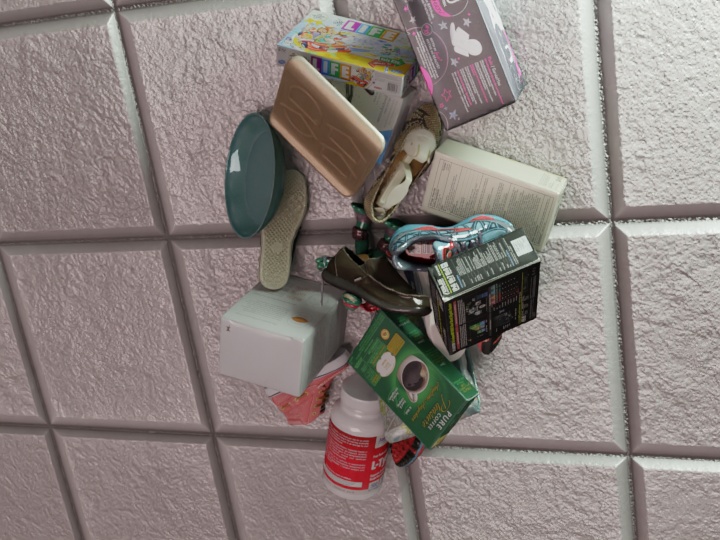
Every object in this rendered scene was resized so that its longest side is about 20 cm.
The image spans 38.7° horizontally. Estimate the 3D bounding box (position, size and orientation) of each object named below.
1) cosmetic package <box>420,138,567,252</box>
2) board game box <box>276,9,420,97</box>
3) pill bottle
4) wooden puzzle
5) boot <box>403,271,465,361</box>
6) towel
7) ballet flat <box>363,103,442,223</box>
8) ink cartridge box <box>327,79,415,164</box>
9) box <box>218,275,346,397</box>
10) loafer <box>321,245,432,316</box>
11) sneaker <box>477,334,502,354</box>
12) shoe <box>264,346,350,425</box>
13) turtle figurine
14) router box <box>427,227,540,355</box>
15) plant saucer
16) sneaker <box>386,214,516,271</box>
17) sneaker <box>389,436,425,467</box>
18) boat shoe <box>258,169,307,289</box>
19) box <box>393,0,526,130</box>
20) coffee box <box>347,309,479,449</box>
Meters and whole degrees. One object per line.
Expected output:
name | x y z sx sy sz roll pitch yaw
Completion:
cosmetic package | 0.202 -0.115 1.556 0.197 0.073 0.105 22 119 13
board game box | -0.008 -0.323 1.515 0.197 0.135 0.035 17 130 14
pill bottle | -0.003 0.289 1.792 0.111 0.112 0.203 15 118 15
wooden puzzle | -0.047 -0.215 1.518 0.185 0.046 0.200 44 158 1
boot | 0.117 0.043 1.633 0.072 0.090 0.204 -10 90 -17
towel | 0.101 0.162 1.675 0.170 0.048 0.203 -25 61 28
ballet flat | 0.071 -0.156 1.566 0.067 0.075 0.202 27 105 -17
ink cartridge box | -0.028 -0.263 1.589 0.198 0.067 0.117 26 120 10
box | -0.126 0.101 1.710 0.150 0.200 0.108 14 117 16
loafer | 0.026 0.014 1.563 0.198 0.073 0.072 22 95 30
sneaker | 0.184 0.033 1.640 0.086 0.073 0.204 3 107 32
shoe | -0.077 0.208 1.816 0.199 0.072 0.092 -27 102 35
turtle figurine | 0.000 0.000 1.675 0.148 0.101 0.203 20 106 5
router box | 0.180 0.034 1.489 0.148 0.201 0.063 -23 62 -4
plant saucer | -0.167 -0.152 1.660 0.199 0.035 0.204 -7 82 59
sneaker | 0.136 -0.026 1.511 0.197 0.096 0.081 -8 107 15
sneaker | 0.125 0.260 1.736 0.094 0.080 0.201 14 119 -34
boat shoe | -0.134 -0.071 1.716 0.073 0.062 0.203 8 101 -10
box | 0.146 -0.323 1.454 0.113 0.132 0.202 -18 104 22
coffee box | 0.079 0.165 1.596 0.200 0.044 0.124 44 123 20
